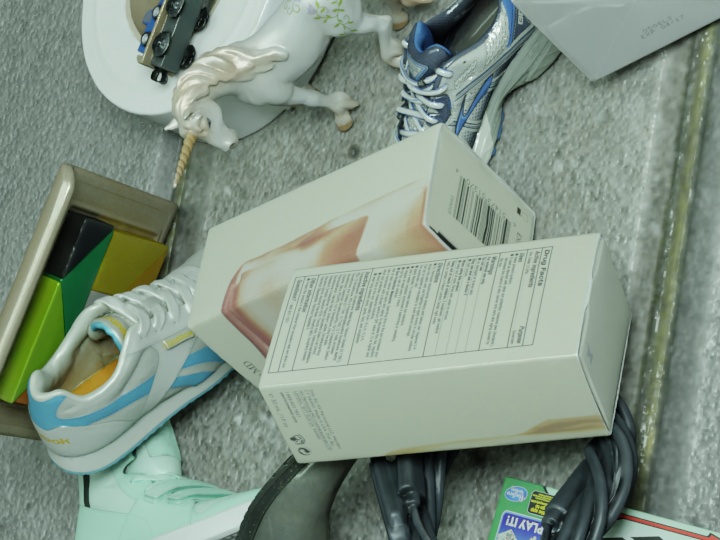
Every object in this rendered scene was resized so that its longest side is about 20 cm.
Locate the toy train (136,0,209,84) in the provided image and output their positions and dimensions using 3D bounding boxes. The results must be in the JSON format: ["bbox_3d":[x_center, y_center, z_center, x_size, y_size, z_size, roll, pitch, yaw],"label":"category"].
[{"bbox_3d":[-0.109,-0.224,1.773,0.046,0.034,0.201,18,87,48],"label":"toy train"}]

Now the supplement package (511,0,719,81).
[{"bbox_3d":[0.142,-0.243,1.572,0.121,0.120,0.201,-26,58,20],"label":"supplement package"}]

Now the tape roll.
[{"bbox_3d":[-0.105,-0.194,1.832,0.202,0.071,0.204,-17,64,37],"label":"tape roll"}]

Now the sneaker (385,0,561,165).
[{"bbox_3d":[0.051,-0.118,1.648,0.077,0.085,0.201,41,105,43],"label":"sneaker"}]

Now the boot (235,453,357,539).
[{"bbox_3d":[-0.022,0.194,1.603,0.130,0.068,0.200,37,103,6],"label":"boot"}]

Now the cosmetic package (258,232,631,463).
[{"bbox_3d":[0.051,0.047,1.519,0.199,0.071,0.106,-5,43,23],"label":"cosmetic package"}]

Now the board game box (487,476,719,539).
[{"bbox_3d":[0.145,0.204,1.483,0.199,0.029,0.136,11,81,45],"label":"board game box"}]

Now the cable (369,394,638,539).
[{"bbox_3d":[0.089,0.130,1.508,0.162,0.051,0.200,-27,35,6],"label":"cable"}]

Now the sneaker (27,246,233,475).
[{"bbox_3d":[-0.137,0.045,1.726,0.076,0.081,0.200,29,63,33],"label":"sneaker"}]

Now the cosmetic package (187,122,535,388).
[{"bbox_3d":[0.000,0.000,1.629,0.199,0.103,0.088,-24,40,37],"label":"cosmetic package"}]

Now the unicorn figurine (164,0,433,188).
[{"bbox_3d":[-0.045,-0.137,1.707,0.074,0.137,0.201,40,103,43],"label":"unicorn figurine"}]

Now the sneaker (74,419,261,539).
[{"bbox_3d":[-0.124,0.139,1.722,0.200,0.073,0.119,-19,69,40],"label":"sneaker"}]

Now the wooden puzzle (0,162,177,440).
[{"bbox_3d":[-0.190,0.030,1.759,0.037,0.200,0.186,22,91,18],"label":"wooden puzzle"}]
